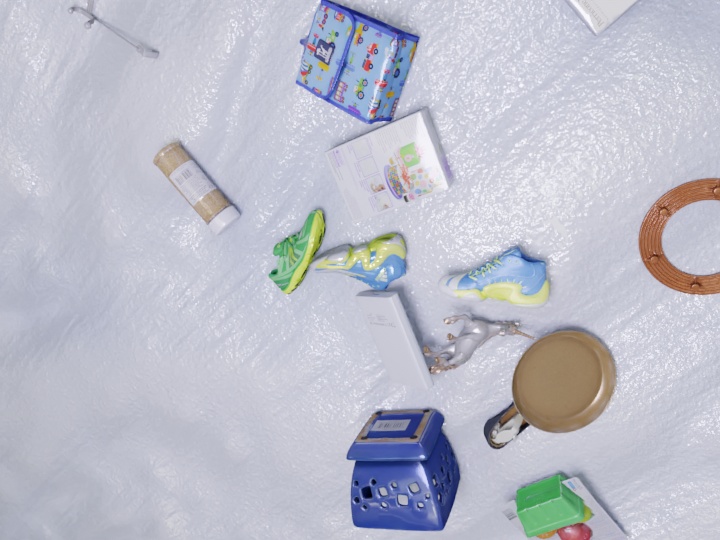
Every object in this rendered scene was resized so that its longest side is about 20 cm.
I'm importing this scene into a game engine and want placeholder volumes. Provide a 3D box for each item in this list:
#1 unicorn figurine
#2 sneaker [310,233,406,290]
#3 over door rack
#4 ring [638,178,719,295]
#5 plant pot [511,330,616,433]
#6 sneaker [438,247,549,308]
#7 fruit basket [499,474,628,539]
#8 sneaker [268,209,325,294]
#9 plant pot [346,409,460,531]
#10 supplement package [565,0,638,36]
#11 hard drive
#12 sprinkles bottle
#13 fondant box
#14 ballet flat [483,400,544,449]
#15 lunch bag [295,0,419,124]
[{"bbox_3d":[0.211,0.134,1.132,0.136,0.074,0.200,6,148,-28],"label":"unicorn figurine"},{"bbox_3d":[0.000,0.000,1.159,0.199,0.076,0.106,-13,106,23],"label":"sneaker"},{"bbox_3d":[-0.467,-0.521,1.124,0.199,0.067,0.148,31,118,6],"label":"over door rack"},{"bbox_3d":[0.567,-0.050,0.968,0.199,0.019,0.202,7,112,17],"label":"ring"},{"bbox_3d":[0.375,0.205,1.099,0.198,0.027,0.202,-1,101,-4],"label":"plant pot"},{"bbox_3d":[0.245,0.005,1.075,0.198,0.076,0.106,7,102,9],"label":"sneaker"},{"bbox_3d":[0.420,0.518,1.223,0.185,0.094,0.200,-34,112,28],"label":"fruit basket"},{"bbox_3d":[-0.134,-0.040,1.191,0.083,0.074,0.201,31,118,2],"label":"sneaker"},{"bbox_3d":[0.086,0.402,1.225,0.198,0.200,0.181,-7,101,22],"label":"plant pot"},{"bbox_3d":[0.377,-0.445,0.823,0.117,0.117,0.200,47,118,-4],"label":"supplement package"},{"bbox_3d":[0.067,0.137,1.179,0.132,0.026,0.201,-1,116,59],"label":"hard drive"},{"bbox_3d":[-0.337,-0.168,1.216,0.068,0.068,0.200,-38,94,28],"label":"sprinkles bottle"},{"bbox_3d":[0.052,-0.188,1.076,0.199,0.058,0.145,-17,104,26],"label":"fondant box"},{"bbox_3d":[0.318,0.289,1.164,0.073,0.073,0.200,41,118,0],"label":"ballet flat"},{"bbox_3d":[-0.021,-0.368,1.026,0.199,0.094,0.151,31,119,20],"label":"lunch bag"}]
